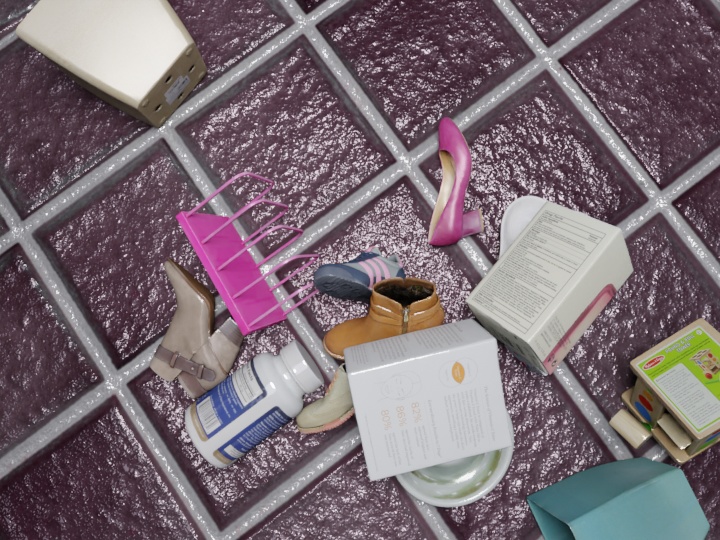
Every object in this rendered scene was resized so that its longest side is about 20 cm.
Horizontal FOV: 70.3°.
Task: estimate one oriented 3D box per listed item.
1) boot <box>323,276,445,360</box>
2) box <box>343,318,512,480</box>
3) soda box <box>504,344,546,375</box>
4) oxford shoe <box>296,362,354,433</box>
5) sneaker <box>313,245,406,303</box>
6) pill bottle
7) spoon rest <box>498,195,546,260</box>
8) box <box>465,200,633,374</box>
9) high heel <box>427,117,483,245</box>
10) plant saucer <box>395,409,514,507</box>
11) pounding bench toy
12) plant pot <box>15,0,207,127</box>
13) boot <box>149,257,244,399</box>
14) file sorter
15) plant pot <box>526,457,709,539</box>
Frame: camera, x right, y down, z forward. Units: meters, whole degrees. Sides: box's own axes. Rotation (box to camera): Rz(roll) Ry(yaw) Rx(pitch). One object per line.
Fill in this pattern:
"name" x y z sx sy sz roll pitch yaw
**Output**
"boot" 0.028 0.074 0.764 0.196 0.156 0.078 -3 60 9
"box" 0.088 0.171 0.705 0.197 0.106 0.155 -12 100 -3
"soda box" 0.323 0.068 0.814 0.068 0.064 0.200 41 86 5
"oxford shoe" -0.026 0.181 0.792 0.198 0.071 0.074 -33 107 8
"sneaker" 0.000 0.000 0.781 0.069 0.199 0.083 -17 70 34
"pill bottle" -0.159 0.199 0.789 0.199 0.111 0.112 -36 84 -2
"spoon rest" 0.250 -0.030 0.828 0.099 0.061 0.201 33 87 4
"box" 0.273 0.023 0.742 0.200 0.109 0.128 -48 41 -4
"high heel" 0.134 -0.145 0.840 0.094 0.067 0.203 -14 97 -11
"plant saucer" 0.136 0.259 0.797 0.196 0.050 0.204 0 94 -3
"pounding bench toy" 0.448 0.202 0.745 0.198 0.157 0.125 -31 52 -2
"plant pot" -0.364 -0.352 0.817 0.176 0.200 0.201 40 86 -6
"boot" -0.284 0.100 0.824 0.200 0.070 0.146 43 89 5
"file sorter" -0.151 -0.030 0.784 0.125 0.139 0.202 -33 84 13
"plant pot" 0.384 0.370 0.748 0.197 0.141 0.143 -24 84 -9
